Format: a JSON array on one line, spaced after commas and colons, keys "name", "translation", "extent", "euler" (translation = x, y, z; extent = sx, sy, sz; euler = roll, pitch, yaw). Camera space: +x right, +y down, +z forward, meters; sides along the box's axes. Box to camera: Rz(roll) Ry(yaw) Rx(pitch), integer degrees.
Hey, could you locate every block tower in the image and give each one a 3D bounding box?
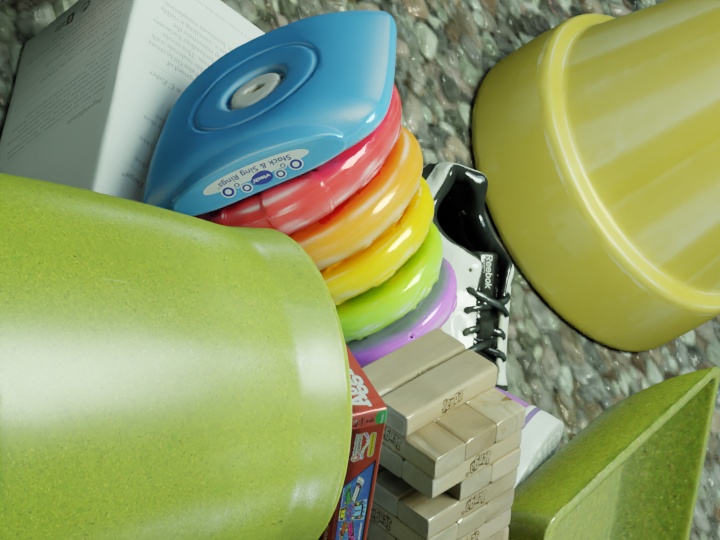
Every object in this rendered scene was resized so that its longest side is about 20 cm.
[{"name": "block tower", "translation": [0.023, 0.127, 0.942], "extent": [0.058, 0.201, 0.054], "euler": [-26, 43, -36]}]

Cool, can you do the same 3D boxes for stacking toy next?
[{"name": "stacking toy", "translation": [0.000, 0.000, 0.988], "extent": [0.200, 0.116, 0.110], "euler": [60, 20, -28]}]

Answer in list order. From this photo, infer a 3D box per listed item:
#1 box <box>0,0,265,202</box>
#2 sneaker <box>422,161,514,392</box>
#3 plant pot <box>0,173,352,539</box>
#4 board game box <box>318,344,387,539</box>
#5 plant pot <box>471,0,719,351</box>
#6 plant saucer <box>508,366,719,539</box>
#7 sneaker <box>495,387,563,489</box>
[{"name": "box", "translation": [-0.096, -0.024, 1.042], "extent": [0.124, 0.097, 0.201], "euler": [35, 43, -30]}, {"name": "sneaker", "translation": [0.046, 0.034, 1.181], "extent": [0.074, 0.080, 0.201], "euler": [6, 63, -49]}, {"name": "plant pot", "translation": [-0.114, 0.052, 0.843], "extent": [0.192, 0.200, 0.201], "euler": [-1, 66, -30]}, {"name": "board game box", "translation": [-0.029, 0.101, 0.944], "extent": [0.019, 0.201, 0.103], "euler": [-10, 41, -22]}, {"name": "plant pot", "translation": [0.199, -0.080, 1.343], "extent": [0.200, 0.189, 0.202], "euler": [29, 46, -35]}, {"name": "plant saucer", "translation": [0.103, 0.161, 1.118], "extent": [0.200, 0.048, 0.201], "euler": [-32, 135, -53]}, {"name": "sneaker", "translation": [0.003, 0.128, 1.093], "extent": [0.114, 0.073, 0.201], "euler": [27, 56, 13]}]
